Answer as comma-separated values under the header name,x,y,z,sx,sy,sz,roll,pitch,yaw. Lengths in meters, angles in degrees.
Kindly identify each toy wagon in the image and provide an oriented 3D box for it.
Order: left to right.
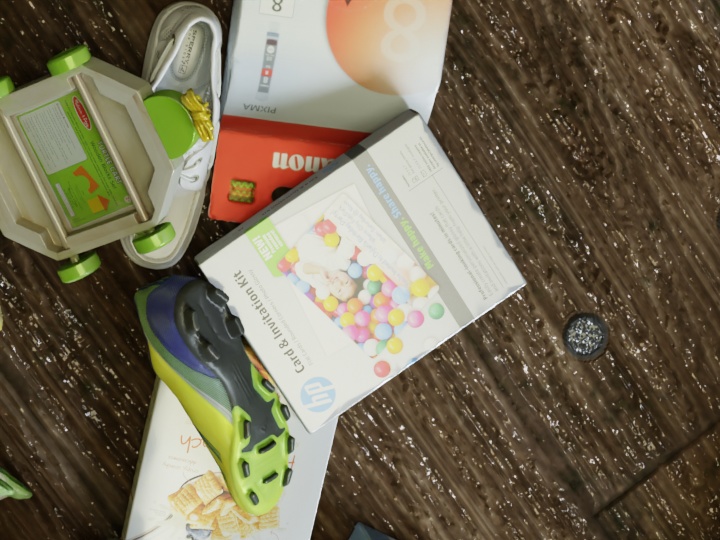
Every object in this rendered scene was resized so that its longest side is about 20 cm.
name,x,y,z,sx,sy,sz,roll,pitch,yaw
toy wagon,-0.187,-0.084,1.647,0.199,0.040,0.156,-19,105,24

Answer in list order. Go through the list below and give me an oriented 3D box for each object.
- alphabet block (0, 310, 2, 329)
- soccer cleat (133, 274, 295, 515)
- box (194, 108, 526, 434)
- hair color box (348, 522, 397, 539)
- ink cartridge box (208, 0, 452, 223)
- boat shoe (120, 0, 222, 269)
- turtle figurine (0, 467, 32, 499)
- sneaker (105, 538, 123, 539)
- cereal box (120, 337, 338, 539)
name,x,y,z,sx,sy,sz,roll,pitch,yaw
alphabet block,-0.384,0.009,1.594,0.196,0.195,0.200,-39,103,0
soccer cleat,-0.109,0.090,1.693,0.065,0.083,0.201,-41,122,-37
box,0.000,0.000,1.702,0.199,0.041,0.157,-34,102,-2
hair color box,-0.001,0.311,1.787,0.098,0.061,0.201,26,95,-14
ink cartridge box,-0.025,-0.127,1.711,0.161,0.050,0.202,6,96,-12
boat shoe,-0.140,-0.096,1.683,0.070,0.069,0.202,6,100,-14
turtle figurine,-0.304,0.242,1.678,0.195,0.200,0.144,-54,139,-2
sneaker,-0.173,0.285,1.732,0.089,0.070,0.202,4,121,-17
cereal box,-0.099,0.153,1.750,0.143,0.040,0.202,11,98,-11
